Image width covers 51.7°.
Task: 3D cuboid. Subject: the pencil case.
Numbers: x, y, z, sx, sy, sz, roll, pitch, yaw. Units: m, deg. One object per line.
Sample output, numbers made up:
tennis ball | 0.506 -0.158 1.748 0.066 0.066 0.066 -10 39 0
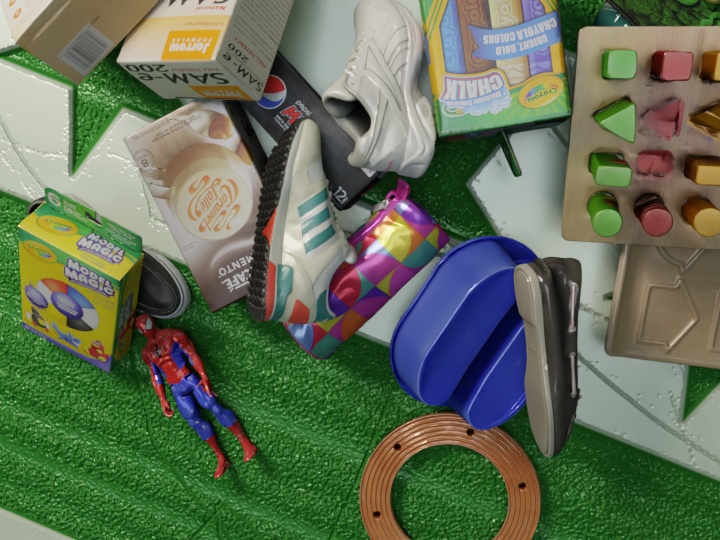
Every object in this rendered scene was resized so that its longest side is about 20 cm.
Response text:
pencil case | 0.000 0.000 0.776 0.088 0.088 0.200 43 98 -1

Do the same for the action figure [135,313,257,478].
action figure | -0.190 0.134 0.826 0.065 0.052 0.200 -31 94 14

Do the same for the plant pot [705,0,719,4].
plant pot | 0.390 -0.324 0.649 0.200 0.187 0.187 -27 94 11

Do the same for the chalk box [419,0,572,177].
chalk box | 0.127 -0.189 0.719 0.124 0.125 0.200 -7 95 6

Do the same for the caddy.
caddy | 0.120 0.062 0.764 0.141 0.105 0.200 30 100 -23

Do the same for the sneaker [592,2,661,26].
sneaker | 0.288 -0.170 0.732 0.080 0.071 0.200 -41 92 5

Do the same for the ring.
ring | 0.099 0.254 0.830 0.200 0.019 0.201 1 97 7

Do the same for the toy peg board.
toy peg board | 0.286 -0.109 0.648 0.199 0.098 0.200 5 107 14

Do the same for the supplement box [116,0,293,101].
supplement box | -0.134 -0.267 0.708 0.126 0.074 0.200 8 75 30

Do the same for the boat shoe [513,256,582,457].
boat shoe | 0.186 0.083 0.693 0.057 0.067 0.200 -11 108 -5

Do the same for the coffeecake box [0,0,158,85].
coffeecake box | -0.272 -0.300 0.717 0.154 0.073 0.200 -42 52 10

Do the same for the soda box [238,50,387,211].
soda box | -0.061 -0.155 0.768 0.063 0.071 0.200 -42 91 9

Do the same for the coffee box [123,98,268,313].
coffee box | -0.143 -0.072 0.782 0.114 0.080 0.200 -27 94 7

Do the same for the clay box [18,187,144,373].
clay box | -0.291 0.015 0.770 0.115 0.048 0.200 27 137 2

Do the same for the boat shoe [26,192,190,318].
boat shoe | -0.279 -0.012 0.814 0.200 0.057 0.069 37 99 0

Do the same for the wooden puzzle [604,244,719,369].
wooden puzzle | 0.356 0.006 0.758 0.200 0.046 0.185 6 103 0

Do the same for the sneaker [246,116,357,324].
sneaker | -0.048 -0.043 0.718 0.093 0.070 0.200 11 84 -23

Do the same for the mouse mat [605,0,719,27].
mouse mat | 0.328 -0.250 0.710 0.200 0.008 0.161 43 66 -2

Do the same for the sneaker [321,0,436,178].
sneaker | 0.009 -0.186 0.721 0.099 0.078 0.200 -2 68 -22
